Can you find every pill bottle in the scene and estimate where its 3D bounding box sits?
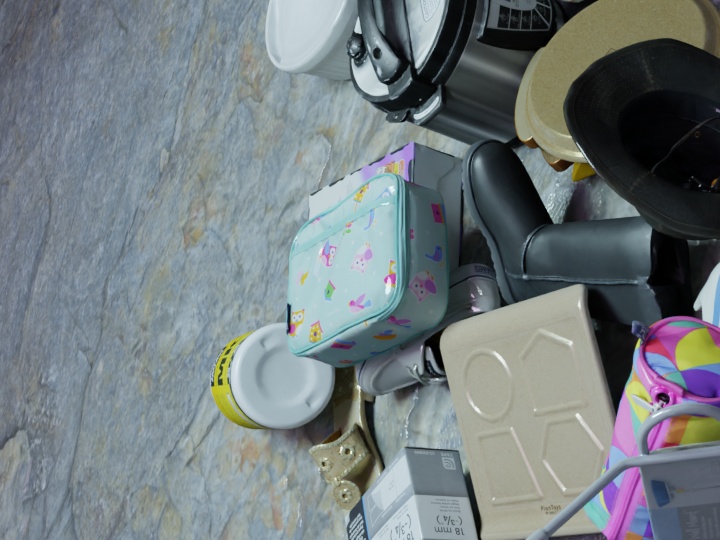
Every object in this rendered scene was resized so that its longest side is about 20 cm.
[{"bbox_3d":[-0.107,0.123,1.364,0.200,0.114,0.115,156,125,-71],"label":"pill bottle"}]

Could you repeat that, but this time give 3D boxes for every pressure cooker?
[{"bbox_3d":[0.082,-0.220,1.170,0.176,0.199,0.179,36,106,57],"label":"pressure cooker"}]

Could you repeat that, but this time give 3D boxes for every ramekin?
[{"bbox_3d":[-0.028,-0.328,1.484,0.202,0.094,0.203,-28,55,49],"label":"ramekin"}]

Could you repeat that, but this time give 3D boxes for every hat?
[{"bbox_3d":[0.245,-0.081,0.917,0.081,0.200,0.201,98,165,-54],"label":"hat"}]

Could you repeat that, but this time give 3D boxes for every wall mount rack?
[{"bbox_3d":[0.200,0.180,0.807,0.173,0.200,0.075,-11,42,12],"label":"wall mount rack"}]

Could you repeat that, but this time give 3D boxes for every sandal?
[{"bbox_3d":[-0.025,0.186,1.285,0.078,0.069,0.212,-34,50,46],"label":"sandal"}]

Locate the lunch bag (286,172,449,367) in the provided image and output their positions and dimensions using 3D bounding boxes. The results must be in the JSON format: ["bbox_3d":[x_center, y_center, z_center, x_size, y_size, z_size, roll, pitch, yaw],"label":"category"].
[{"bbox_3d":[0.000,0.000,1.187,0.200,0.077,0.161,-28,56,47],"label":"lunch bag"}]

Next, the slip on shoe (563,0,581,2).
[{"bbox_3d":[0.229,-0.284,1.109,0.200,0.061,0.074,-159,72,-71],"label":"slip on shoe"}]

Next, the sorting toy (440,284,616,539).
[{"bbox_3d":[0.152,0.127,1.040,0.185,0.036,0.201,-22,75,52],"label":"sorting toy"}]

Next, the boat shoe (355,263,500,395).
[{"bbox_3d":[0.067,0.078,1.195,0.200,0.071,0.070,-42,42,31],"label":"boat shoe"}]

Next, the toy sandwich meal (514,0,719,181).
[{"bbox_3d":[0.227,-0.157,1.043,0.205,0.070,0.206,-22,47,26],"label":"toy sandwich meal"}]

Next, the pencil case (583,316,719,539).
[{"bbox_3d":[0.215,0.121,0.858,0.089,0.088,0.200,-112,17,-44],"label":"pencil case"}]

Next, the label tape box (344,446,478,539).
[{"bbox_3d":[0.053,0.285,1.109,0.144,0.063,0.201,123,146,-44],"label":"label tape box"}]

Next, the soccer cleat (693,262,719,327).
[{"bbox_3d":[0.291,0.082,0.859,0.086,0.070,0.201,119,151,-52],"label":"soccer cleat"}]

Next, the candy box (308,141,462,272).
[{"bbox_3d":[0.020,-0.025,1.303,0.200,0.071,0.168,-21,60,51],"label":"candy box"}]

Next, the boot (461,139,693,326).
[{"bbox_3d":[0.180,-0.035,1.015,0.200,0.066,0.165,10,127,61],"label":"boot"}]
